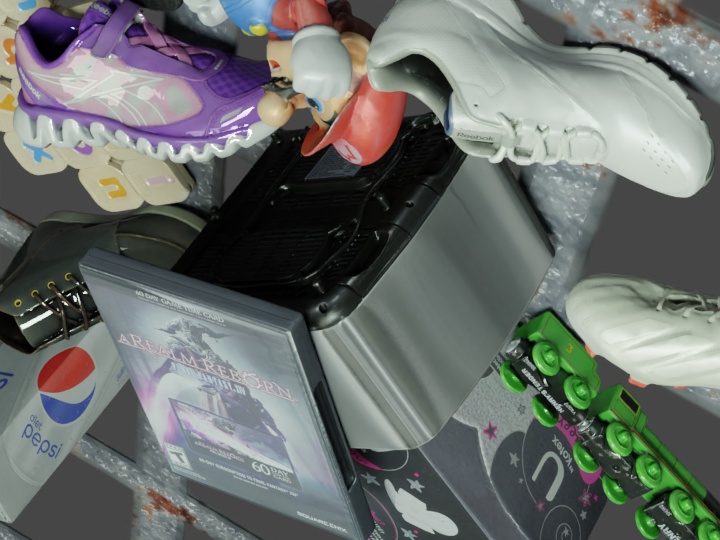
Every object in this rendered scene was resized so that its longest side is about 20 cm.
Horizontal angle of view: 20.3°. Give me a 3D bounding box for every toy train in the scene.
[{"bbox_3d":[0.163,0.107,1.259,0.200,0.056,0.042,47,130,-13],"label":"toy train"}]

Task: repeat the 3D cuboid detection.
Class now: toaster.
[{"bbox_3d":[0.000,0.000,1.172,0.200,0.181,0.119,-3,132,45],"label":"toaster"}]

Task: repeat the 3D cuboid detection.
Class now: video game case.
[{"bbox_3d":[-0.074,0.074,1.152,0.143,0.019,0.200,17,146,28],"label":"video game case"}]

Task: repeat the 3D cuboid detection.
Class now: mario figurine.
[{"bbox_3d":[-0.056,-0.136,1.110,0.106,0.123,0.200,-33,101,28],"label":"mario figurine"}]

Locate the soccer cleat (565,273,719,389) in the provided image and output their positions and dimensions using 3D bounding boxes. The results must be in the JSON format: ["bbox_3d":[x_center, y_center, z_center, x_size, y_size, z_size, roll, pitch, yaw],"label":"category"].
[{"bbox_3d":[0.214,0.042,1.133,0.200,0.069,0.078,25,140,6],"label":"soccer cleat"}]

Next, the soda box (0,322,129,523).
[{"bbox_3d":[-0.230,0.086,1.455,0.068,0.200,0.064,10,136,33],"label":"soda box"}]

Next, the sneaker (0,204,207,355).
[{"bbox_3d":[-0.179,0.015,1.409,0.200,0.106,0.075,-1,131,42],"label":"sneaker"}]

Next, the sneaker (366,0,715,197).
[{"bbox_3d":[0.092,-0.085,1.069,0.200,0.087,0.075,27,144,13],"label":"sneaker"}]

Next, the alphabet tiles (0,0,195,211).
[{"bbox_3d":[-0.196,-0.122,1.345,0.195,0.015,0.200,-6,127,46],"label":"alphabet tiles"}]

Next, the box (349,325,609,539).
[{"bbox_3d":[0.058,0.110,1.288,0.115,0.132,0.200,-9,126,44],"label":"box"}]

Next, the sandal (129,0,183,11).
[{"bbox_3d":[-0.159,-0.221,1.160,0.075,0.045,0.200,16,162,33],"label":"sandal"}]

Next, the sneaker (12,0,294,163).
[{"bbox_3d":[-0.133,-0.122,1.224,0.200,0.081,0.089,5,124,24],"label":"sneaker"}]
